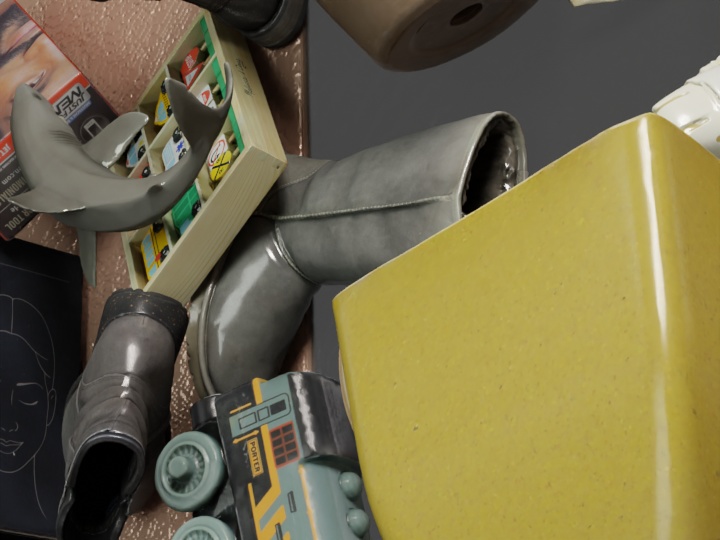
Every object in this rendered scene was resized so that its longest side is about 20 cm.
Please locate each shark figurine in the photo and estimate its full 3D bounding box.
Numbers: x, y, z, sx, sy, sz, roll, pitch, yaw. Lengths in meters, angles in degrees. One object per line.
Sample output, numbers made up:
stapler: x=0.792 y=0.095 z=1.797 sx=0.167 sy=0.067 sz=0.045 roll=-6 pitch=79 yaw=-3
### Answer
shark figurine: x=-0.156 y=-0.052 z=1.210 sx=0.214 sy=0.089 sz=0.128 roll=0 pitch=92 yaw=48

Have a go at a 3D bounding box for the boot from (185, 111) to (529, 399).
boot: x=-0.001 y=0.001 z=1.187 sx=0.200 sy=0.073 sz=0.182 roll=2 pitch=80 yaw=38

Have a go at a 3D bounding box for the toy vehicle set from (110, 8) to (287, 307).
toy vehicle set: x=-0.105 y=-0.071 z=1.279 sx=0.124 sy=0.026 sz=0.200 roll=-53 pitch=28 yaw=19

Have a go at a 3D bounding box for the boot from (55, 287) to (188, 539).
boot: x=-0.151 y=0.116 z=1.206 sx=0.200 sy=0.070 sz=0.132 roll=102 pitch=179 yaw=-48

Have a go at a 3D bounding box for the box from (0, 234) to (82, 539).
box: x=-0.291 y=0.073 z=1.339 sx=0.124 sy=0.200 sz=0.197 roll=-14 pitch=68 yaw=40

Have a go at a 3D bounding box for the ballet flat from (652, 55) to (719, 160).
ballet flat: x=0.156 y=-0.050 z=1.047 sx=0.200 sy=0.064 sz=0.076 roll=-47 pitch=50 yaw=22

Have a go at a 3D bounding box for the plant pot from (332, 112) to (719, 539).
plant pot: x=0.121 y=0.092 z=0.916 sx=0.194 sy=0.195 sz=0.200 roll=-31 pitch=44 yaw=33

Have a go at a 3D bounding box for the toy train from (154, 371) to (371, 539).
toy train: x=-0.044 y=0.151 z=1.148 sx=0.114 sy=0.085 sz=0.200 roll=-26 pitch=61 yaw=25

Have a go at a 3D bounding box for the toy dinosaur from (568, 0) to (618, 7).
toy dinosaur: x=0.190 y=-0.193 z=1.074 sx=0.200 sy=0.047 sz=0.088 roll=-51 pitch=34 yaw=20

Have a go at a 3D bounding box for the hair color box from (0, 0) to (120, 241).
hair color box: x=-0.244 y=-0.114 z=1.400 sx=0.111 sy=0.064 sz=0.200 roll=-42 pitch=38 yaw=-3

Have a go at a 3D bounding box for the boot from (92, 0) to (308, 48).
boot: x=-0.107 y=-0.238 z=1.277 sx=0.069 sy=0.174 sz=0.200 roll=-22 pitch=63 yaw=37

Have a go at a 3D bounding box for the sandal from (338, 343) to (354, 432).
sandal: x=0.038 y=0.113 z=1.109 sx=0.212 sy=0.078 sz=0.070 roll=65 pitch=158 yaw=19

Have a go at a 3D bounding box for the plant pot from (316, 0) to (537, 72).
plant pot: x=0.022 y=-0.212 z=1.161 sx=0.200 sy=0.200 sz=0.175 roll=-37 pitch=74 yaw=30
